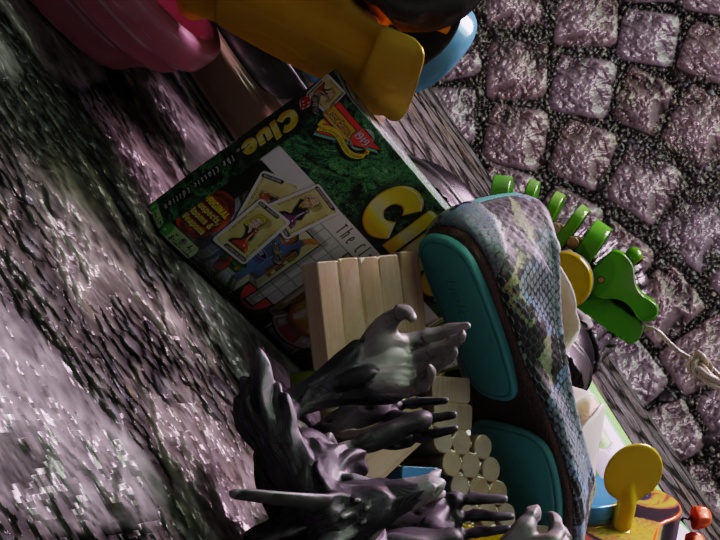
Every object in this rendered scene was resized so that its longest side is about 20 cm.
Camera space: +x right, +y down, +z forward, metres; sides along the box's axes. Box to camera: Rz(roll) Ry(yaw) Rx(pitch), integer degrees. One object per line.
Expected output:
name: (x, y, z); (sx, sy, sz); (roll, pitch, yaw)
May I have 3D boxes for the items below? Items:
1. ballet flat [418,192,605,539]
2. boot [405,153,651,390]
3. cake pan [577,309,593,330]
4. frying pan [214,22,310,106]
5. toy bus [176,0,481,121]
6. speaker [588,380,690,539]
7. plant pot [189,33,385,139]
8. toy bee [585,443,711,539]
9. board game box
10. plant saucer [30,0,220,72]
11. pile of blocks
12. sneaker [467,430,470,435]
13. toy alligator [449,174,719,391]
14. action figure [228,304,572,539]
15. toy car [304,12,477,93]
ballet flat: (0.083, 0.056, 0.786); (0.074, 0.073, 0.202); (-106, -178, -64)
boot: (0.098, -0.011, 1.122); (0.212, 0.079, 0.158); (51, 37, -6)
cake pan: (0.035, -0.001, 0.942); (0.199, 0.037, 0.200); (26, 7, -3)
frying pan: (-0.042, -0.109, 0.883); (0.191, 0.031, 0.115); (56, 5, -35)
toy bus: (-0.021, -0.193, 0.756); (0.190, 0.202, 0.136); (21, -5, -2)
speaker: (0.152, 0.140, 1.150); (0.201, 0.088, 0.088); (60, 10, 29)
plant pot: (-0.042, -0.133, 1.090); (0.202, 0.092, 0.201); (53, 10, -14)
toy bee: (0.153, 0.149, 0.975); (0.201, 0.107, 0.132); (-79, 176, -49)
board game box: (0.000, 0.000, 0.787); (0.200, 0.104, 0.024); (45, 11, -44)
plant saucer: (-0.146, -0.175, 0.824); (0.201, 0.051, 0.201); (54, 10, -13)
pile of blocks: (0.015, 0.083, 0.760); (0.062, 0.082, 0.202); (-11, -71, 52)
sneaker: (0.075, 0.106, 0.947); (0.199, 0.075, 0.116); (15, 45, -61)
toy alligator: (0.123, -0.003, 0.900); (0.199, 0.055, 0.059); (28, 7, 9)
action figure: (0.013, 0.075, 0.606); (0.200, 0.101, 0.120); (5, 62, -80)
toy car: (0.004, -0.233, 0.942); (0.184, 0.201, 0.176); (43, -15, -23)
